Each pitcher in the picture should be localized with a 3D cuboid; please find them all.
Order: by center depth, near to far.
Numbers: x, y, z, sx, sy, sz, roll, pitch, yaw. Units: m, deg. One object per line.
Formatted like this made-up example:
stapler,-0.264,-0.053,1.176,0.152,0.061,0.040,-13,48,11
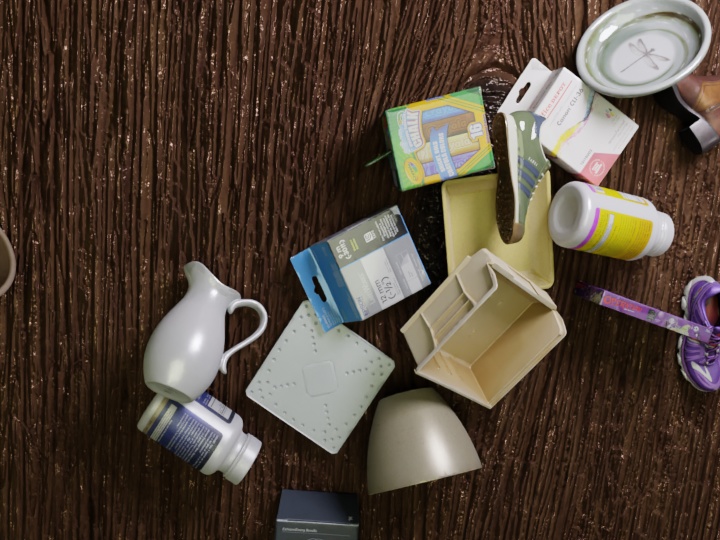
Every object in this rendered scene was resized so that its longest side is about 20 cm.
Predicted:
pitcher,-0.251,0.114,1.106,0.168,0.121,0.205,26,62,-14

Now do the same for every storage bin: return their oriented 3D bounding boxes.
storage bin,0.201,0.096,1.088,0.197,0.095,0.199,28,113,-36

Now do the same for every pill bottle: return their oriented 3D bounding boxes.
pill bottle,0.413,-0.075,1.107,0.194,0.104,0.108,10,100,-21
pill bottle,-0.271,0.275,1.157,0.198,0.111,0.112,36,97,-7

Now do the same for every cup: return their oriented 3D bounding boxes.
cup,0.092,0.283,1.145,0.194,0.201,0.148,-14,73,1

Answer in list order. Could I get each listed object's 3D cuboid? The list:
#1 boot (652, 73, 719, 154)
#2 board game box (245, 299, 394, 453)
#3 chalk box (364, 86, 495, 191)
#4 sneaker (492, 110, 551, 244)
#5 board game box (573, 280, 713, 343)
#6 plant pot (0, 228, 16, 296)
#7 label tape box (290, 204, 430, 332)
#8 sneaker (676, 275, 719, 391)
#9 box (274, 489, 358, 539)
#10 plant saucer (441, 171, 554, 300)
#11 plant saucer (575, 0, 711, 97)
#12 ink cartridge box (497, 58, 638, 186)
boot,0.588,-0.322,1.103,0.198,0.068,0.191,-35,88,-1
board game box,-0.070,0.186,1.190,0.197,0.026,0.203,34,98,-6
chalk box,0.098,-0.203,1.078,0.194,0.125,0.128,-13,100,-1
sneaker,0.261,-0.148,1.061,0.087,0.067,0.207,-9,104,-14
board game box,0.470,0.068,1.138,0.194,0.120,0.033,20,100,-6
plant pot,-0.684,0.009,1.075,0.173,0.201,0.202,-36,100,22
label tape box,0.000,0.000,1.127,0.196,0.066,0.147,-27,99,-7
sneaker,0.599,0.115,1.168,0.078,0.084,0.207,-8,101,0
box,-0.081,0.513,1.205,0.143,0.107,0.207,5,101,-2
plant saucer,0.223,-0.060,1.127,0.194,0.048,0.207,-9,102,-14
plant saucer,0.440,-0.339,1.059,0.198,0.202,0.050,-35,139,5
ink cartridge box,0.334,-0.244,1.106,0.197,0.068,0.118,34,98,-7
